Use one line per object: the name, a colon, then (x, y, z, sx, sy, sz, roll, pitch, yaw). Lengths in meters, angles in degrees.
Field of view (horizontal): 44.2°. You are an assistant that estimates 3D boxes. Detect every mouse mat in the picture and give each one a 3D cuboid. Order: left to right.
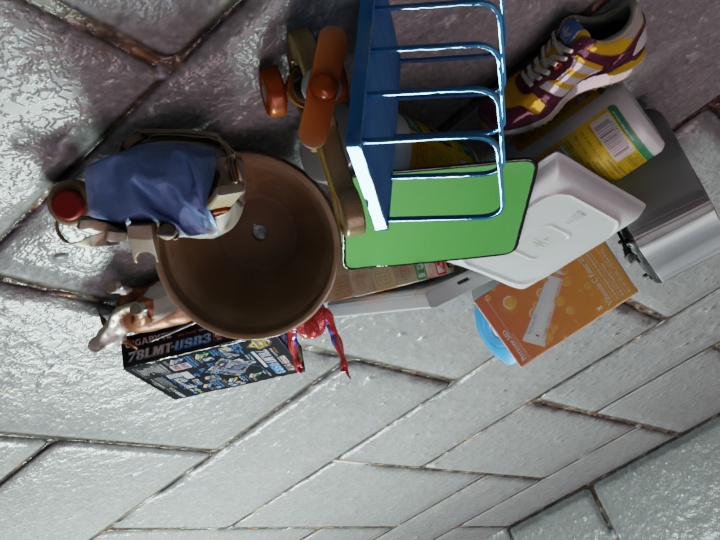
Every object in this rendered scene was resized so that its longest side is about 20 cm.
mouse mat: (0.079, -0.056, 0.934, 0.200, 0.008, 0.161, -5, 144, -5)

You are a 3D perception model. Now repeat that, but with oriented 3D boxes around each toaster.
toaster: (0.379, -0.089, 1.147, 0.119, 0.200, 0.181, -28, 150, 20)

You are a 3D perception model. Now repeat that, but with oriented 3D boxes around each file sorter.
file sorter: (0.066, -0.157, 0.786, 0.123, 0.200, 0.139, -1, 153, 12)

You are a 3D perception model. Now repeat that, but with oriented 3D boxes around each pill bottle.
pill bottle: (0.034, -0.113, 0.959, 0.200, 0.113, 0.113, 14, 135, -46)
pill bottle: (0.243, -0.133, 1.051, 0.200, 0.113, 0.113, -36, 148, 22)

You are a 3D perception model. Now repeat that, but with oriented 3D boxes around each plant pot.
plant pot: (-0.116, -0.034, 0.966, 0.201, 0.201, 0.093, -29, -170, 12)

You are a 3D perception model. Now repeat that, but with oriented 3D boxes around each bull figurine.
bull figurine: (-0.240, 0.039, 1.064, 0.200, 0.065, 0.121, -22, 167, -9)

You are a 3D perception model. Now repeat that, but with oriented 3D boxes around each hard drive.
hard drive: (0.066, 0.025, 1.162, 0.132, 0.027, 0.200, -23, -172, -38)

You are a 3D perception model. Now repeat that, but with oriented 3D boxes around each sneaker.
sneaker: (0.210, -0.223, 0.950, 0.200, 0.075, 0.090, -29, 143, -1)

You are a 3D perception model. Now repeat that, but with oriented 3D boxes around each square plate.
square plate: (0.203, -0.043, 1.023, 0.200, 0.028, 0.198, 18, 137, -43)

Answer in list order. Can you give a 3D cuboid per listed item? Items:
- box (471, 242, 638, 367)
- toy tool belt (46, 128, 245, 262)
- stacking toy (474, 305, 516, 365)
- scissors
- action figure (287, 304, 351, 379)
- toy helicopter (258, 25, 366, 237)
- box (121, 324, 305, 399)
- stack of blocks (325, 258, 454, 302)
box: (0.279, 0.028, 1.296, 0.200, 0.124, 0.097, -35, -174, 10)
toy tool belt: (-0.207, -0.071, 0.841, 0.200, 0.125, 0.123, -6, -171, -4)
stacking toy: (0.296, 0.060, 1.457, 0.200, 0.116, 0.110, -24, 163, -28)
scissors: (-0.149, 0.038, 1.046, 0.200, 0.073, 0.014, -21, 113, 9)
action figure: (-0.057, 0.091, 1.112, 0.065, 0.099, 0.200, -13, 178, -3)
toy helicopter: (-0.029, -0.128, 0.801, 0.079, 0.200, 0.132, -14, 167, -13)
box: (-0.190, 0.114, 1.191, 0.198, 0.050, 0.200, -15, 159, 4)
stack of blocks: (0.000, 0.000, 1.095, 0.200, 0.059, 0.115, -14, 179, 27)
